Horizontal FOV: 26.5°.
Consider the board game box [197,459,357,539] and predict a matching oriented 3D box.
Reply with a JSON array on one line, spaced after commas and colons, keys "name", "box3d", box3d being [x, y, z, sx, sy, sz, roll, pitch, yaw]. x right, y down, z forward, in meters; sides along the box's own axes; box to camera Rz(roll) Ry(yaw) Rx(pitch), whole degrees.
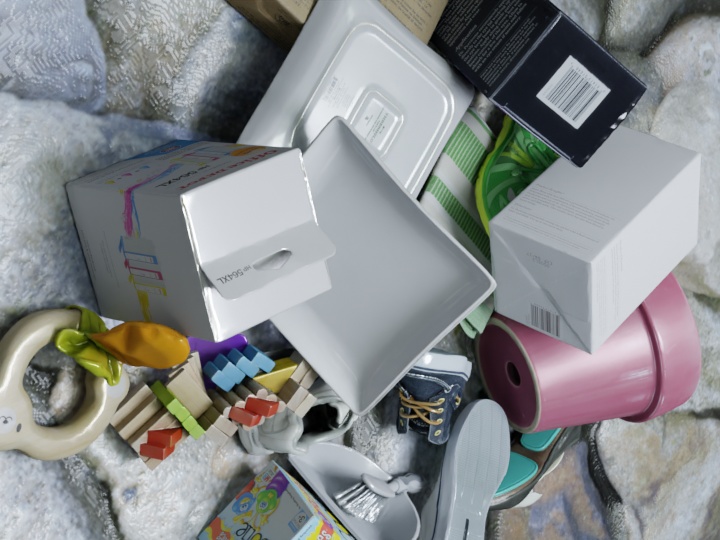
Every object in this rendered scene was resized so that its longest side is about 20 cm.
[{"name": "board game box", "box3d": [-0.038, 0.288, 1.428, 0.103, 0.105, 0.200, -46, 125, -1]}]

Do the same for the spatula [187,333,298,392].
[{"name": "spatula", "box3d": [-0.072, 0.080, 1.411, 0.199, 0.021, 0.057, -3, 104, -27]}]

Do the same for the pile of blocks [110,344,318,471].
[{"name": "pile of blocks", "box3d": [-0.121, 0.113, 1.346, 0.199, 0.062, 0.083, -21, 115, -21]}]

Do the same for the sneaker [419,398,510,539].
[{"name": "sneaker", "box3d": [0.096, 0.227, 1.559, 0.073, 0.071, 0.201, 29, 66, -26]}]

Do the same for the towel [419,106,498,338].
[{"name": "towel", "box3d": [0.111, -0.053, 1.559, 0.153, 0.023, 0.201, 47, 52, -35]}]

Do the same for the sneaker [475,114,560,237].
[{"name": "sneaker", "box3d": [0.175, -0.106, 1.559, 0.074, 0.083, 0.201, 41, 56, -38]}]

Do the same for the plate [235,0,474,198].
[{"name": "plate", "box3d": [0.005, -0.134, 1.383, 0.200, 0.032, 0.200, 35, 80, -35]}]

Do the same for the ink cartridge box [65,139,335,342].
[{"name": "ink cartridge box", "box3d": [-0.127, -0.029, 1.263, 0.128, 0.199, 0.126, -26, 112, -37]}]

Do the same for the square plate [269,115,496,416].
[{"name": "square plate", "box3d": [-0.006, -0.003, 1.338, 0.200, 0.198, 0.028, 47, 32, 6]}]

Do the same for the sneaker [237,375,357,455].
[{"name": "sneaker", "box3d": [-0.021, 0.120, 1.457, 0.200, 0.081, 0.076, -34, 115, -35]}]

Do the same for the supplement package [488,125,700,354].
[{"name": "supplement package", "box3d": [0.234, -0.037, 1.505, 0.200, 0.121, 0.120, -41, 139, -32]}]

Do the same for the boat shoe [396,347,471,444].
[{"name": "boat shoe", "box3d": [0.065, 0.122, 1.492, 0.200, 0.070, 0.091, 29, 77, -73]}]

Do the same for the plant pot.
[{"name": "plant pot", "box3d": [0.227, 0.081, 1.609, 0.178, 0.200, 0.201, -19, 108, -21]}]

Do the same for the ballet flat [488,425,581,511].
[{"name": "ballet flat", "box3d": [0.180, 0.214, 1.656, 0.200, 0.068, 0.069, -37, 130, -32]}]

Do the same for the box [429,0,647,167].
[{"name": "box", "box3d": [0.156, -0.214, 1.478, 0.148, 0.200, 0.104, 31, 104, -38]}]

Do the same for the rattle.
[{"name": "rattle", "box3d": [-0.246, 0.121, 1.225, 0.200, 0.142, 0.131, -38, 136, -38]}]

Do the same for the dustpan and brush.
[{"name": "dustpan and brush", "box3d": [0.021, 0.218, 1.502, 0.057, 0.140, 0.200, -45, 160, 5]}]

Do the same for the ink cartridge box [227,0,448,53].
[{"name": "ink cartridge box", "box3d": [-0.017, -0.271, 1.413, 0.200, 0.075, 0.165, 39, 69, -37]}]
